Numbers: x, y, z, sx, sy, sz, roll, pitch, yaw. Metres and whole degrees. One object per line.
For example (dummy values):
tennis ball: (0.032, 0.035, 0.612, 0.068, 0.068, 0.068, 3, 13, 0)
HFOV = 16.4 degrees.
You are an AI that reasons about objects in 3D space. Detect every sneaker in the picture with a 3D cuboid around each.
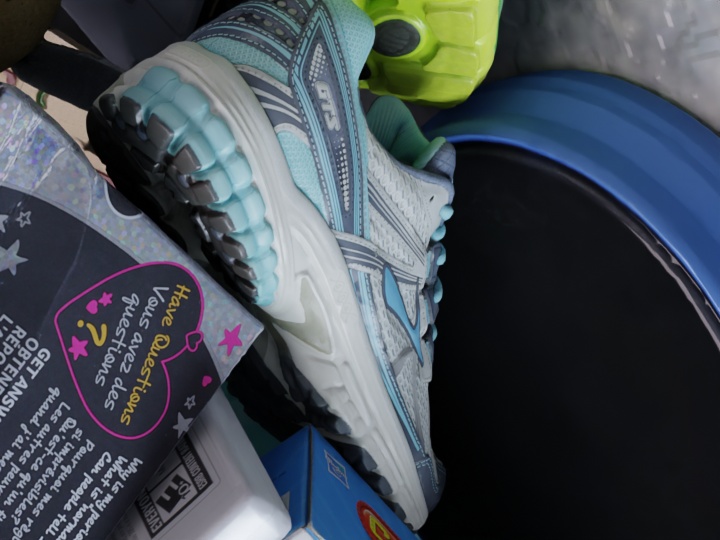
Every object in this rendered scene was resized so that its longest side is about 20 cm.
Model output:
sneaker: (0.022, -0.112, 0.713, 0.074, 0.084, 0.200, 25, 153, -1)
sneaker: (0.000, 0.000, 0.734, 0.078, 0.086, 0.200, 34, 158, 39)

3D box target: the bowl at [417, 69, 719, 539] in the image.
bowl: (0.069, 0.039, 0.767, 0.200, 0.039, 0.201, 29, 132, 38)

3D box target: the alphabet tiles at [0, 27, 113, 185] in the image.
alphabet tiles: (-0.177, -0.044, 0.974, 0.200, 0.006, 0.167, 33, 119, 9)

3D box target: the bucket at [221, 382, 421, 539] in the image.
bucket: (-0.065, 0.125, 0.882, 0.207, 0.135, 0.208, 24, 131, 31)

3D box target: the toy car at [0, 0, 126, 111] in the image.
toy car: (-0.144, -0.119, 0.833, 0.199, 0.158, 0.165, 20, 134, 10)

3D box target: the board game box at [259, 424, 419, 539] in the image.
board game box: (-0.030, 0.177, 0.751, 0.200, 0.056, 0.196, -35, 112, 17)

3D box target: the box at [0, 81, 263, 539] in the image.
box: (-0.144, 0.013, 0.721, 0.115, 0.132, 0.200, 45, 166, -34)

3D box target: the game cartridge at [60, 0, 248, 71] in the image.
game cartridge: (-0.072, -0.165, 0.821, 0.133, 0.040, 0.200, 46, 141, 18)

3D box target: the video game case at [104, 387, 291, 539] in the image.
video game case: (-0.119, 0.079, 0.749, 0.024, 0.182, 0.200, 43, -173, -33)
